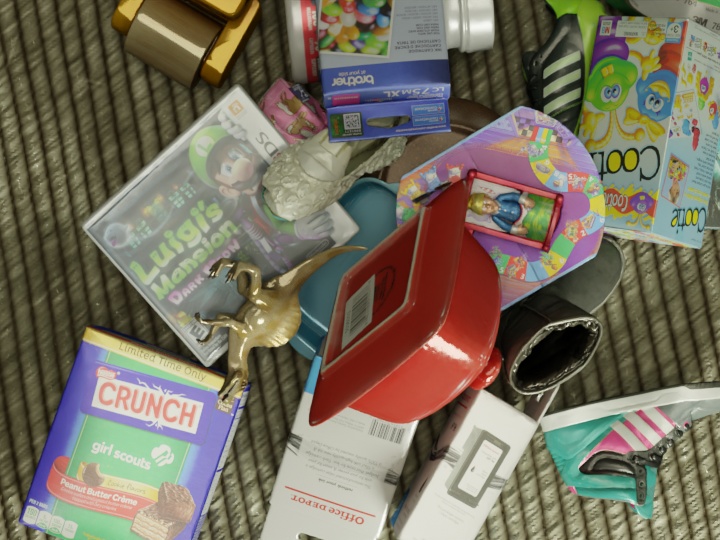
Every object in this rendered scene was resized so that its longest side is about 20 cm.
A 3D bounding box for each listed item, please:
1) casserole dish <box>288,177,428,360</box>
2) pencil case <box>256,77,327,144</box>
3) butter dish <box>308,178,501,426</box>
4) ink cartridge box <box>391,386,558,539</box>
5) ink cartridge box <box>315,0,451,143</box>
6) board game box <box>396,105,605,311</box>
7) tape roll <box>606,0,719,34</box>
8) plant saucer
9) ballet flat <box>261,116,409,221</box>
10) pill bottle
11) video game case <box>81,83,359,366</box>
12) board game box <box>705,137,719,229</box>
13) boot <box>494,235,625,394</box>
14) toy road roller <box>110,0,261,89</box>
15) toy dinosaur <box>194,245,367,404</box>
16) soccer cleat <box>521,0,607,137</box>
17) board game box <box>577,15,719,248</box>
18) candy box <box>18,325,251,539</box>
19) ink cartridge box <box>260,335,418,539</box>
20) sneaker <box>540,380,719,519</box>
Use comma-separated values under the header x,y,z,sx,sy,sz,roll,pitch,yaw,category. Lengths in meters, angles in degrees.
x,y,z,sx,sy,sz,roll,pitch,yaw,category
0.000,0.000,1.576,0.121,0.039,0.201,38,107,4,casserole dish
-0.108,-0.091,1.574,0.083,0.087,0.200,40,92,-7,pencil case
0.065,0.056,1.459,0.147,0.201,0.199,34,130,-21,butter dish
0.108,0.177,1.551,0.067,0.116,0.202,30,88,-2,ink cartridge box
0.019,-0.221,1.472,0.118,0.042,0.203,-4,76,-1,ink cartridge box
0.131,-0.051,1.504,0.198,0.039,0.159,-30,91,8,board game box
0.327,-0.259,1.527,0.198,0.200,0.049,18,89,-1,tape roll
0.083,-0.074,1.602,0.197,0.037,0.204,0,88,-1,plant saucer
-0.019,-0.114,1.503,0.071,0.200,0.073,18,124,29,ballet flat
0.026,-0.250,1.560,0.197,0.120,0.121,-6,89,-1,pill bottle
-0.131,-0.041,1.522,0.200,0.023,0.182,-41,102,1,video game case
0.411,-0.107,1.612,0.197,0.028,0.137,0,88,-1,board game box
0.195,0.038,1.519,0.073,0.200,0.182,45,89,0,boot
-0.151,-0.285,1.545,0.122,0.146,0.202,29,89,0,toy road roller
-0.091,0.026,1.510,0.101,0.058,0.201,34,101,-27,toy dinosaur
0.194,-0.173,1.597,0.080,0.067,0.203,12,86,13,soccer cleat
0.278,-0.133,1.554,0.102,0.104,0.203,9,88,40,board game box
-0.217,0.176,1.572,0.167,0.077,0.202,19,88,0,candy box
-0.016,0.180,1.566,0.115,0.068,0.202,18,106,0,ink cartridge box
0.283,0.179,1.576,0.197,0.084,0.122,-13,84,7,sneaker
